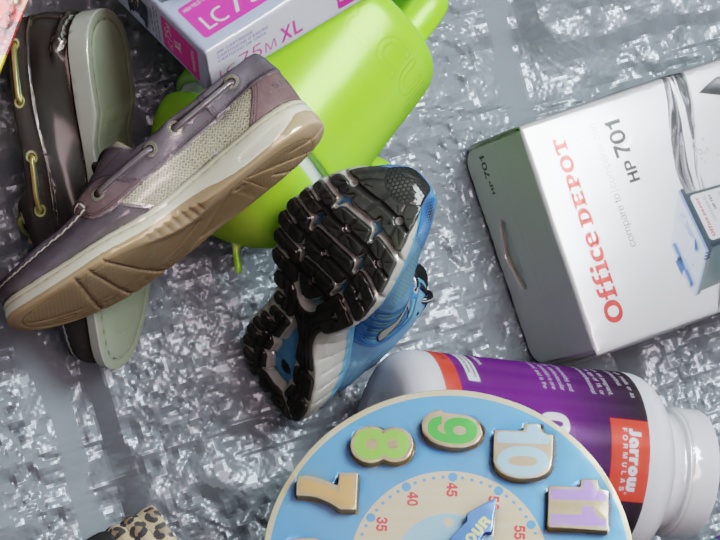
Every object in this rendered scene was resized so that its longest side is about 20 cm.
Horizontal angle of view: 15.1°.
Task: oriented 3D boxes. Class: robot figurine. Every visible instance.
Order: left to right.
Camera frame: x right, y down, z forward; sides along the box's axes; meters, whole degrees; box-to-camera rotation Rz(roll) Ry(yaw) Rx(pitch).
[{"bbox_3d":[-0.038,-0.098,1.543,0.175,0.116,0.200,43,72,-16],"label":"robot figurine"}]

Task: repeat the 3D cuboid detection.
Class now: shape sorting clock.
[{"bbox_3d":[0.047,0.158,1.447,0.200,0.039,0.200,1,67,-2],"label":"shape sorting clock"}]

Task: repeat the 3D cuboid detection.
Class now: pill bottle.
[{"bbox_3d":[0.102,0.109,1.573,0.200,0.112,0.113,6,81,-19],"label":"pill bottle"}]

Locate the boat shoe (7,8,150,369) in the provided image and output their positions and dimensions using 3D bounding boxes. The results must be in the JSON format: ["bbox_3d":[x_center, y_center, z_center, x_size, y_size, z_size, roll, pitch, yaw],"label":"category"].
[{"bbox_3d":[-0.160,-0.045,1.522,0.061,0.072,0.201,0,97,21],"label":"boat shoe"}]

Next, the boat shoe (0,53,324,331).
[{"bbox_3d":[-0.114,-0.041,1.454,0.200,0.072,0.065,-35,73,9],"label":"boat shoe"}]

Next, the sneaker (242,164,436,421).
[{"bbox_3d":[0.000,0.000,1.518,0.090,0.200,0.078,-26,70,-34],"label":"sneaker"}]

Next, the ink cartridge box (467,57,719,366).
[{"bbox_3d":[0.186,-0.041,1.638,0.200,0.086,0.147,-19,90,-23],"label":"ink cartridge box"}]

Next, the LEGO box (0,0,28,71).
[{"bbox_3d":[-0.298,-0.129,1.470,0.200,0.077,0.149,23,76,-17],"label":"LEGO box"}]

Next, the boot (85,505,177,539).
[{"bbox_3d":[-0.142,0.239,1.490,0.150,0.073,0.200,-25,87,-21],"label":"boot"}]

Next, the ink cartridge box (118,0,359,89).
[{"bbox_3d":[-0.095,-0.196,1.517,0.119,0.042,0.200,-33,56,-19],"label":"ink cartridge box"}]

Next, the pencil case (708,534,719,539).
[{"bbox_3d":[0.262,0.192,1.637,0.200,0.085,0.092,-18,62,-21],"label":"pencil case"}]
